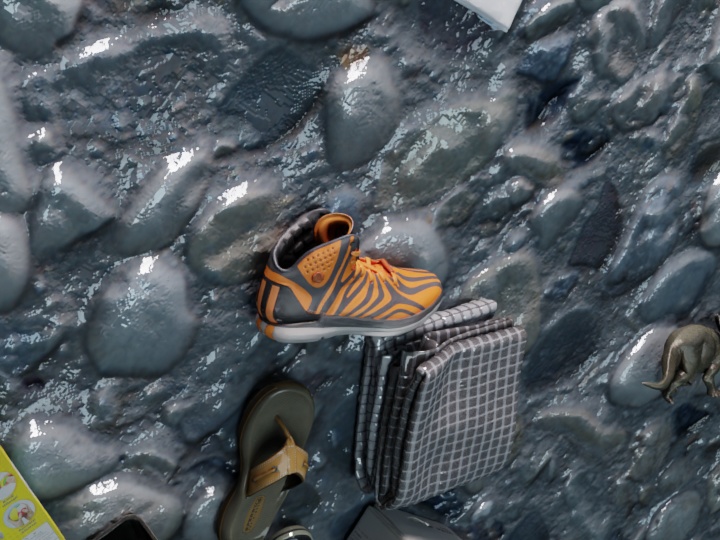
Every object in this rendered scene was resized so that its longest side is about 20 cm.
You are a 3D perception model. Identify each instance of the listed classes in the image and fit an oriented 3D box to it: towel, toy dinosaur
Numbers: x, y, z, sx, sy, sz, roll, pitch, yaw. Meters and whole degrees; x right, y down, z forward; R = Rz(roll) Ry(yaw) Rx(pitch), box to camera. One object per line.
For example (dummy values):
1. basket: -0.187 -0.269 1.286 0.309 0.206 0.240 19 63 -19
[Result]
1. towel: 0.086 0.141 1.487 0.166 0.086 0.200 -14 124 -33
2. toy dinosaur: 0.397 0.102 1.736 0.200 0.077 0.102 -3 107 -32

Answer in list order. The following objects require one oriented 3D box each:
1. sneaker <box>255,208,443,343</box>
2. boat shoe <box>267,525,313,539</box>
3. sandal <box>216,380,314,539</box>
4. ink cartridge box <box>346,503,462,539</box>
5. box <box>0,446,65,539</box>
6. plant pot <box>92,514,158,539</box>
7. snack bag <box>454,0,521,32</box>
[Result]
1. sneaker: 0.000 0.000 1.332 0.200 0.078 0.112 -10 124 -34
2. boat shoe: -0.083 0.358 1.507 0.075 0.062 0.200 0 115 -37
3. sandal: -0.087 0.199 1.406 0.082 0.055 0.200 5 114 -41
4. ink cartridge box: 0.025 0.371 1.586 0.146 0.085 0.200 25 98 -45
5. box: -0.338 0.202 1.213 0.117 0.048 0.200 -35 136 -16
6. plant pot: -0.219 0.390 1.336 0.200 0.200 0.177 -34 144 -17
7. snack bag: 0.118 -0.325 1.259 0.189 0.021 0.200 20 104 -45
